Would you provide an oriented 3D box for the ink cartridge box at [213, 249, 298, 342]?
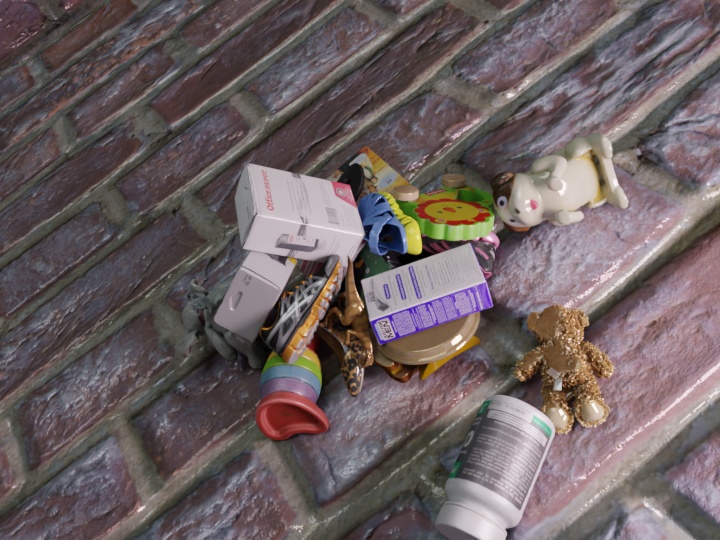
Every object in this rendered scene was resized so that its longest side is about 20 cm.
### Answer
[{"bbox_3d":[-0.169,0.007,1.446,0.148,0.085,0.200,-58,7,36],"label":"ink cartridge box"}]

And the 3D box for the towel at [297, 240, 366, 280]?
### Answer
[{"bbox_3d":[-0.066,-0.043,1.554,0.147,0.030,0.200,-62,35,20],"label":"towel"}]

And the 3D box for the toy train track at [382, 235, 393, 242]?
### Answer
[{"bbox_3d":[0.073,-0.033,1.544,0.114,0.033,0.201,-22,51,-6],"label":"toy train track"}]

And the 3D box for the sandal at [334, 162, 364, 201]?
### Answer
[{"bbox_3d":[-0.065,-0.137,1.660,0.200,0.045,0.075,-48,45,10],"label":"sandal"}]

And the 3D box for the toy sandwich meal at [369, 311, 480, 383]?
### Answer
[{"bbox_3d":[0.110,0.106,1.383,0.204,0.070,0.206,-14,38,11],"label":"toy sandwich meal"}]

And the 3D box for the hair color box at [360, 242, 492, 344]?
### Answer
[{"bbox_3d":[0.108,0.038,1.357,0.199,0.065,0.110,-18,38,4],"label":"hair color box"}]

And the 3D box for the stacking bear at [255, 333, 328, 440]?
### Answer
[{"bbox_3d":[-0.115,0.175,1.425,0.121,0.114,0.201,-13,44,19],"label":"stacking bear"}]

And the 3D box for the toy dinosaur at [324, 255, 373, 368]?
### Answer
[{"bbox_3d":[-0.011,0.059,1.353,0.060,0.201,0.106,-25,18,-36],"label":"toy dinosaur"}]

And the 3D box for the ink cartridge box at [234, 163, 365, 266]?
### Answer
[{"bbox_3d":[-0.109,-0.095,1.412,0.085,0.199,0.146,-60,30,34],"label":"ink cartridge box"}]

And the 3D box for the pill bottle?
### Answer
[{"bbox_3d":[0.188,0.288,1.148,0.113,0.113,0.201,11,59,35],"label":"pill bottle"}]

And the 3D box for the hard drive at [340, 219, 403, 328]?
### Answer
[{"bbox_3d":[0.000,0.000,1.504,0.140,0.038,0.200,-62,39,21],"label":"hard drive"}]

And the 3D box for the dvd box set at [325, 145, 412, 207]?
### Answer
[{"bbox_3d":[0.010,-0.163,1.687,0.146,0.029,0.200,-39,45,-3],"label":"dvd box set"}]

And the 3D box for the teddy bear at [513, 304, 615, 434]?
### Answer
[{"bbox_3d":[0.311,0.152,1.238,0.145,0.067,0.201,-34,50,13],"label":"teddy bear"}]

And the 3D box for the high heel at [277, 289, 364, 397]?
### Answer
[{"bbox_3d":[-0.069,0.125,1.408,0.142,0.071,0.201,2,61,-19],"label":"high heel"}]

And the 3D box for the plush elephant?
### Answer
[{"bbox_3d":[-0.269,0.091,1.550,0.154,0.199,0.166,-14,60,51],"label":"plush elephant"}]

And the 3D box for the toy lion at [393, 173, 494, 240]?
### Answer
[{"bbox_3d":[0.165,-0.106,1.454,0.199,0.069,0.191,-19,31,-37],"label":"toy lion"}]

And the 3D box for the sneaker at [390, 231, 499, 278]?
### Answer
[{"bbox_3d":[0.147,-0.018,1.453,0.199,0.079,0.096,-4,67,15],"label":"sneaker"}]

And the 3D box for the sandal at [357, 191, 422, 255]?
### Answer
[{"bbox_3d":[0.032,-0.082,1.436,0.087,0.080,0.200,-14,26,-16],"label":"sandal"}]

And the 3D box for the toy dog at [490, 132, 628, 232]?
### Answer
[{"bbox_3d":[0.324,-0.149,1.412,0.199,0.140,0.194,-25,30,-4],"label":"toy dog"}]

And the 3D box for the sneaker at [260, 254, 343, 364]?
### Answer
[{"bbox_3d":[-0.094,0.054,1.366,0.077,0.078,0.201,29,76,13],"label":"sneaker"}]
